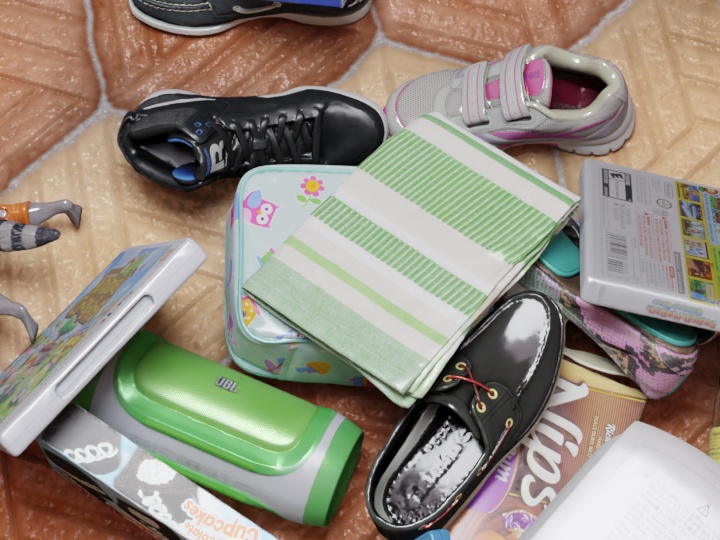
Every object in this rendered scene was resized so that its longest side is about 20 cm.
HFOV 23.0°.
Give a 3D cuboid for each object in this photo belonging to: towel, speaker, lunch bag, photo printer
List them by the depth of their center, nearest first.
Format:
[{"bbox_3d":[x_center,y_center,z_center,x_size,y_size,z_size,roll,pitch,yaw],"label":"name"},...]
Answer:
[{"bbox_3d":[0.184,0.212,1.167,0.166,0.070,0.200,40,77,15],"label":"photo printer"},{"bbox_3d":[0.038,-0.015,1.226,0.152,0.023,0.200,33,66,23],"label":"towel"},{"bbox_3d":[-0.101,0.110,1.259,0.198,0.089,0.089,22,71,8],"label":"speaker"},{"bbox_3d":[0.000,0.000,1.289,0.198,0.077,0.162,3,62,-13],"label":"lunch bag"}]

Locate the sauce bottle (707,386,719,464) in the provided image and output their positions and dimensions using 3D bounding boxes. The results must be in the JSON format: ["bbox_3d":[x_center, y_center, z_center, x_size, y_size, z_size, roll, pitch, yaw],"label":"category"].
[{"bbox_3d":[0.278,0.123,1.251,0.065,0.066,0.202,8,79,3],"label":"sauce bottle"}]

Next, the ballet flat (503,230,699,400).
[{"bbox_3d":[0.149,0.022,1.260,0.200,0.069,0.072,39,118,19],"label":"ballet flat"}]

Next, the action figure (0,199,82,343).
[{"bbox_3d":[-0.307,-0.055,1.315,0.191,0.105,0.202,17,71,-2],"label":"action figure"}]

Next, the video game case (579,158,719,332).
[{"bbox_3d":[0.245,-0.013,1.262,0.180,0.023,0.200,12,28,0],"label":"video game case"}]

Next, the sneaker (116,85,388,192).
[{"bbox_3d":[-0.082,-0.089,1.313,0.198,0.112,0.074,1,110,8],"label":"sneaker"}]

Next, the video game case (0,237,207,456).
[{"bbox_3d":[-0.198,0.050,1.230,0.022,0.200,0.182,46,75,-13],"label":"video game case"}]

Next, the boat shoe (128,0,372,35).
[{"bbox_3d":[-0.088,-0.233,1.398,0.198,0.060,0.076,-6,67,-2],"label":"boat shoe"}]

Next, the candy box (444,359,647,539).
[{"bbox_3d":[0.115,0.160,1.254,0.116,0.057,0.201,22,73,8],"label":"candy box"}]

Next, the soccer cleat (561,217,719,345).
[{"bbox_3d":[0.185,0.003,1.315,0.199,0.073,0.069,22,101,25],"label":"soccer cleat"}]

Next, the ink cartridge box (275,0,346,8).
[{"bbox_3d":[-0.029,-0.274,1.366,0.093,0.045,0.201,9,40,16],"label":"ink cartridge box"}]

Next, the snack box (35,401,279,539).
[{"bbox_3d":[-0.128,0.166,1.212,0.199,0.116,0.037,33,74,6],"label":"snack box"}]

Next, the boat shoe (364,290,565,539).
[{"bbox_3d":[0.074,0.098,1.202,0.073,0.063,0.202,33,82,19],"label":"boat shoe"}]

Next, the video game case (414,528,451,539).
[{"bbox_3d":[0.043,0.289,1.167,0.018,0.143,0.202,-2,66,-31],"label":"video game case"}]

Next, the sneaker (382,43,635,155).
[{"bbox_3d":[0.114,-0.133,1.345,0.198,0.088,0.082,-7,70,-2],"label":"sneaker"}]
